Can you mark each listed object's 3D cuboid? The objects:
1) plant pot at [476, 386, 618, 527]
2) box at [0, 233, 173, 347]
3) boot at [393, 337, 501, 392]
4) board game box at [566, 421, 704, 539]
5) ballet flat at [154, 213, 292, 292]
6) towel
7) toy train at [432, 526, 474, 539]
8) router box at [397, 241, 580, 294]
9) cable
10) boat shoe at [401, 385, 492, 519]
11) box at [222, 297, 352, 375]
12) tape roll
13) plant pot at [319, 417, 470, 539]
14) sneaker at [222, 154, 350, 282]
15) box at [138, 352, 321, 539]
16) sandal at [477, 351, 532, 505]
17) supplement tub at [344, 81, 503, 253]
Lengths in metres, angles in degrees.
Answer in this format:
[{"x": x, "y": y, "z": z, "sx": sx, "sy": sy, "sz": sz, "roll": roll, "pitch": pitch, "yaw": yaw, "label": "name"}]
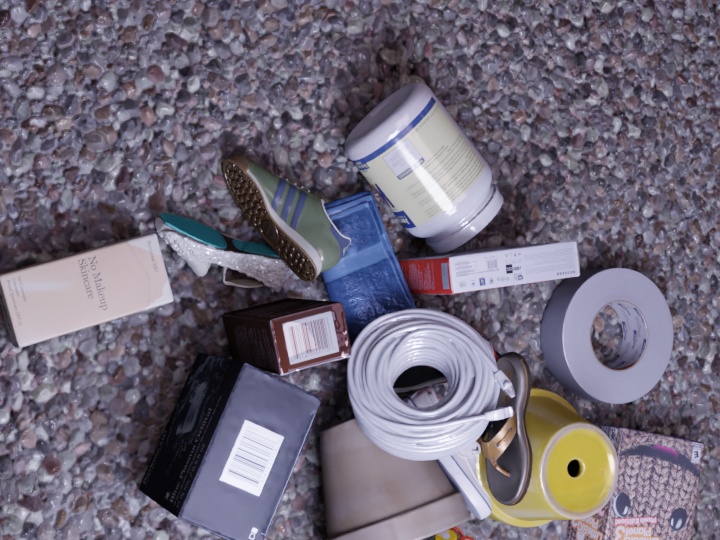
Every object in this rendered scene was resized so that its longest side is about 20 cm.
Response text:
[{"x": 0.257, "y": 0.267, "z": 1.676, "sx": 0.198, "sy": 0.189, "sz": 0.204, "roll": 1, "pitch": 89, "yaw": -23, "label": "plant pot"}, {"x": -0.342, "y": 0.023, "z": 1.478, "sx": 0.198, "sy": 0.078, "sz": 0.096, "roll": -18, "pitch": 96, "yaw": -22, "label": "box"}, {"x": 0.098, "y": 0.137, "z": 1.674, "sx": 0.197, "sy": 0.144, "sz": 0.073, "roll": -6, "pitch": 78, "yaw": 14, "label": "boot"}, {"x": 0.412, "y": 0.341, "z": 1.791, "sx": 0.158, "sy": 0.097, "sz": 0.203, "roll": 11, "pitch": 85, "yaw": -23, "label": "board game box"}, {"x": -0.179, "y": -0.015, "z": 1.559, "sx": 0.198, "sy": 0.072, "sz": 0.073, "roll": 17, "pitch": 83, "yaw": -22, "label": "ballet flat"}, {"x": 0.000, "y": 0.000, "z": 1.625, "sx": 0.111, "sy": 0.048, "sz": 0.202, "roll": -19, "pitch": 87, "yaw": -21, "label": "towel"}, {"x": 0.099, "y": 0.419, "z": 1.633, "sx": 0.151, "sy": 0.199, "sz": 0.056, "roll": 51, "pitch": 27, "yaw": -18, "label": "toy train"}, {"x": 0.171, "y": -0.004, "z": 1.645, "sx": 0.198, "sy": 0.179, "sz": 0.050, "roll": -8, "pitch": 92, "yaw": -22, "label": "router box"}, {"x": 0.080, "y": 0.144, "z": 1.537, "sx": 0.198, "sy": 0.070, "sz": 0.201, "roll": -20, "pitch": 60, "yaw": -10, "label": "cable"}, {"x": 0.132, "y": 0.245, "z": 1.644, "sx": 0.069, "sy": 0.071, "sz": 0.201, "roll": -31, "pitch": 63, "yaw": -10, "label": "boat shoe"}, {"x": -0.097, "y": 0.081, "z": 1.518, "sx": 0.099, "sy": 0.200, "sz": 0.076, "roll": -13, "pitch": 97, "yaw": -22, "label": "box"}, {"x": 0.371, "y": 0.097, "z": 1.792, "sx": 0.198, "sy": 0.066, "sz": 0.203, "roll": 0, "pitch": 89, "yaw": -22, "label": "tape roll"}, {"x": 0.025, "y": 0.281, "z": 1.591, "sx": 0.198, "sy": 0.200, "sz": 0.175, "roll": -17, "pitch": 80, "yaw": -22, "label": "plant pot"}, {"x": -0.092, "y": -0.081, "z": 1.577, "sx": 0.089, "sy": 0.067, "sz": 0.201, "roll": -30, "pitch": 74, "yaw": -34, "label": "sneaker"}, {"x": -0.166, "y": 0.219, "z": 1.486, "sx": 0.117, "sy": 0.200, "sz": 0.198, "roll": 27, "pitch": 79, "yaw": -21, "label": "box"}, {"x": 0.188, "y": 0.210, "z": 1.589, "sx": 0.054, "sy": 0.081, "sz": 0.203, "roll": 3, "pitch": 92, "yaw": -35, "label": "sandal"}, {"x": 0.089, "y": -0.138, "z": 1.630, "sx": 0.145, "sy": 0.145, "sz": 0.200, "roll": -45, "pitch": 106, "yaw": -17, "label": "supplement tub"}]
